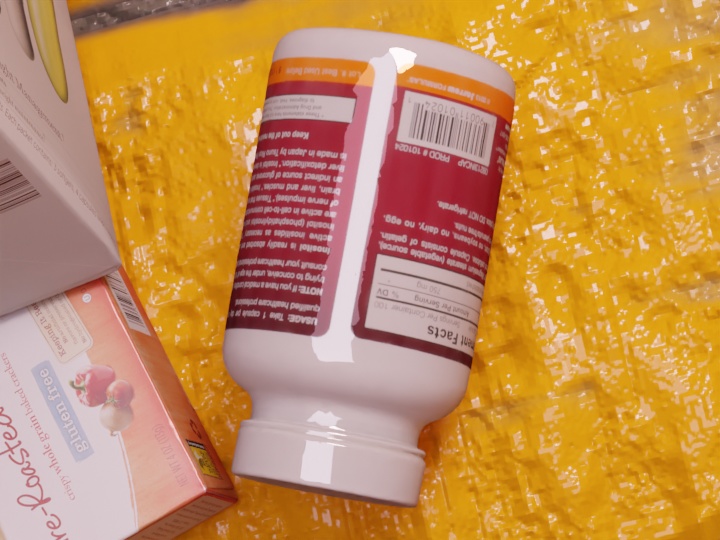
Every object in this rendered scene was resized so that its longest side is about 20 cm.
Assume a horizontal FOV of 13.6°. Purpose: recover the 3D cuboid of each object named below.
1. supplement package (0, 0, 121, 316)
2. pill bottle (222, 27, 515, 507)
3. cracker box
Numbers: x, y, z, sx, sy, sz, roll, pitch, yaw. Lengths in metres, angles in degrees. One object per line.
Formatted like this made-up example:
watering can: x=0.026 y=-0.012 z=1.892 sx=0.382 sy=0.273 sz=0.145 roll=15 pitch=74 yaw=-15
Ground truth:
supplement package: x=-0.222 y=-0.100 z=1.351 sx=0.147 sy=0.191 sz=0.200 roll=-21 pitch=59 yaw=10
pill bottle: x=0.000 y=0.000 z=1.344 sx=0.113 sy=0.113 sz=0.201 roll=9 pitch=83 yaw=15
cracker box: x=-0.176 y=0.095 z=1.402 sx=0.200 sy=0.058 sz=0.134 roll=-31 pitch=75 yaw=8
